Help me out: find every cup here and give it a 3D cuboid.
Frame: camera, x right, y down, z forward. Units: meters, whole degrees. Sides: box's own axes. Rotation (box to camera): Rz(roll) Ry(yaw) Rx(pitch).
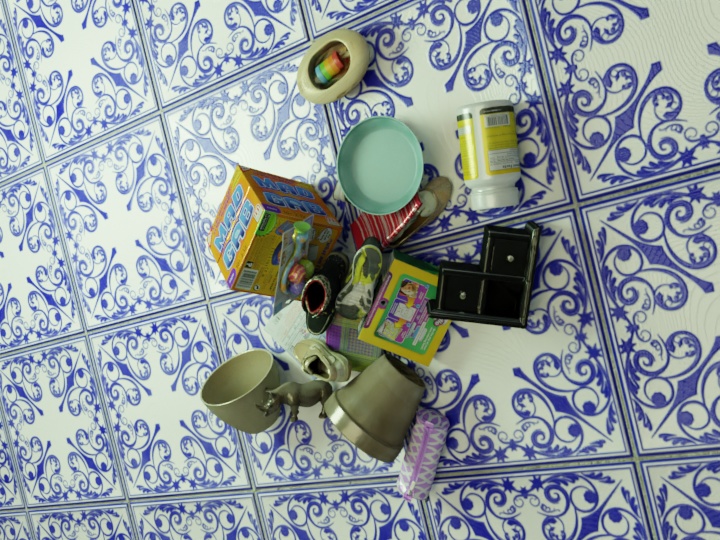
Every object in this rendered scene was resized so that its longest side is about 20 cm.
[{"bbox_3d":[-0.271,0.311,1.891,0.197,0.201,0.145,-10,120,31],"label":"cup"}]

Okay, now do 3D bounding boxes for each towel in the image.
[{"bbox_3d":[0.052,-0.118,1.666,0.200,0.022,0.146,-48,37,28],"label":"towel"},{"bbox_3d":[-0.009,0.133,1.746,0.141,0.023,0.204,9,112,11],"label":"towel"}]

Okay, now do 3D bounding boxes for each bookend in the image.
[{"bbox_3d":[0.241,-0.003,1.535,0.195,0.092,0.204,7,102,1],"label":"bookend"}]

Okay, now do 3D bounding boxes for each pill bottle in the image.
[{"bbox_3d":[0.254,-0.225,1.525,0.113,0.114,0.204,-4,95,30],"label":"pill bottle"}]

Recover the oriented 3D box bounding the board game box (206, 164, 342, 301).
[{"bbox_3d":[-0.195,-0.080,1.722,0.202,0.197,0.200,-62,38,22],"label":"board game box"}]

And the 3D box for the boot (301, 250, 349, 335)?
[{"bbox_3d":[-0.092,0.071,1.649,0.072,0.154,0.206,23,116,7],"label":"boot"}]

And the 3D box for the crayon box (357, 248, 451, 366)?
[{"bbox_3d":[0.108,0.081,1.646,0.170,0.058,0.202,21,111,-10],"label":"crayon box"}]

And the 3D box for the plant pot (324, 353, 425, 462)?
[{"bbox_3d":[0.046,0.286,1.699,0.199,0.200,0.175,39,99,19],"label":"plant pot"}]

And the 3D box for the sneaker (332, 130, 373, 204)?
[{"bbox_3d":[0.016,-0.231,1.698,0.085,0.080,0.202,27,119,11],"label":"sneaker"}]

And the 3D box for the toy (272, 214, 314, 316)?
[{"bbox_3d":[-0.127,-0.005,1.612,0.047,0.115,0.203,21,123,22],"label":"toy"}]

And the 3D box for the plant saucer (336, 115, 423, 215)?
[{"bbox_3d":[0.045,-0.217,1.614,0.197,0.036,0.204,2,96,25],"label":"plant saucer"}]

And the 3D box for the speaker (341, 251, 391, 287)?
[{"bbox_3d":[0.000,0.000,1.729,0.197,0.081,0.083,3,99,30],"label":"speaker"}]

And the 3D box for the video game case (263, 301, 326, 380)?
[{"bbox_3d":[-0.113,0.122,1.833,0.181,0.045,0.201,42,116,17],"label":"video game case"}]

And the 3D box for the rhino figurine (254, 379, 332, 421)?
[{"bbox_3d":[-0.152,0.301,1.811,0.060,0.196,0.089,-152,62,-65],"label":"rhino figurine"}]

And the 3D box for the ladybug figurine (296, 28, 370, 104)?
[{"bbox_3d":[-0.056,-0.442,1.697,0.198,0.072,0.138,-27,84,30],"label":"ladybug figurine"}]

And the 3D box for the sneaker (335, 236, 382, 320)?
[{"bbox_3d":[0.006,0.018,1.627,0.073,0.085,0.202,23,126,-2],"label":"sneaker"}]

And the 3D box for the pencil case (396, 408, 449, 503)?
[{"bbox_3d":[0.135,0.408,1.711,0.083,0.085,0.204,20,106,24],"label":"pencil case"}]

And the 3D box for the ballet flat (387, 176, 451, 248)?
[{"bbox_3d":[0.118,-0.117,1.649,0.068,0.067,0.201,46,117,12],"label":"ballet flat"}]

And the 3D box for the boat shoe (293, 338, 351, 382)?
[{"bbox_3d":[-0.101,0.203,1.747,0.199,0.064,0.074,21,110,50],"label":"boat shoe"}]
